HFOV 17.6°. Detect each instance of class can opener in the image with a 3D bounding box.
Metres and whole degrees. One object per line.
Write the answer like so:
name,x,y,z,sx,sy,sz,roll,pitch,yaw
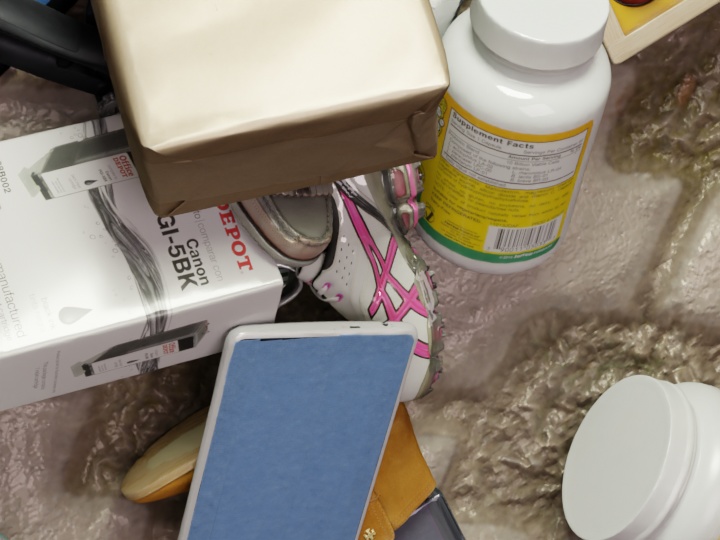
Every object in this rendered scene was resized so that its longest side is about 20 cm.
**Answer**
can opener,-0.191,-0.141,1.424,0.200,0.063,0.079,11,58,-43

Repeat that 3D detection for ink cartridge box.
ink cartridge box,-0.164,-0.012,1.436,0.199,0.083,0.147,-15,67,-17

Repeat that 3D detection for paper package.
paper package,-0.060,-0.155,1.369,0.190,0.104,0.201,-13,69,-6

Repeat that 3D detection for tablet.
tablet,-0.043,0.115,1.501,0.130,0.014,0.201,-1,127,-23

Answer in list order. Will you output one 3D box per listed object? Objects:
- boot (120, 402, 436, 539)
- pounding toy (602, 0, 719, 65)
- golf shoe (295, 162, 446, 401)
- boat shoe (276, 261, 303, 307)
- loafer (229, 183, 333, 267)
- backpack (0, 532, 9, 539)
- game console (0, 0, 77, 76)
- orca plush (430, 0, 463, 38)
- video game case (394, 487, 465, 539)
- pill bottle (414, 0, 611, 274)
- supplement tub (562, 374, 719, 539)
boot,-0.049,0.148,1.570,0.201,0.071,0.144,-30,113,-16
pounding toy,0.166,-0.252,1.505,0.184,0.142,0.200,-32,113,-11
golf shoe,0.000,0.000,1.520,0.092,0.073,0.201,-18,116,-14
boat shoe,-0.132,0.022,1.505,0.199,0.067,0.074,-25,111,-13
loafer,-0.059,-0.101,1.428,0.072,0.201,0.063,1,148,-41
backpack,-0.282,0.253,1.478,0.200,0.127,0.167,-46,112,-7
game console,-0.244,-0.190,1.382,0.119,0.172,0.200,44,85,2
orca plush,0.005,-0.151,1.505,0.105,0.071,0.200,-14,139,-35
video game case,0.000,0.263,1.649,0.200,0.019,0.143,-31,113,-10
pill bottle,0.097,-0.102,1.489,0.112,0.113,0.200,-10,142,-18
supplement tub,0.258,0.165,1.652,0.199,0.145,0.146,23,95,-25
